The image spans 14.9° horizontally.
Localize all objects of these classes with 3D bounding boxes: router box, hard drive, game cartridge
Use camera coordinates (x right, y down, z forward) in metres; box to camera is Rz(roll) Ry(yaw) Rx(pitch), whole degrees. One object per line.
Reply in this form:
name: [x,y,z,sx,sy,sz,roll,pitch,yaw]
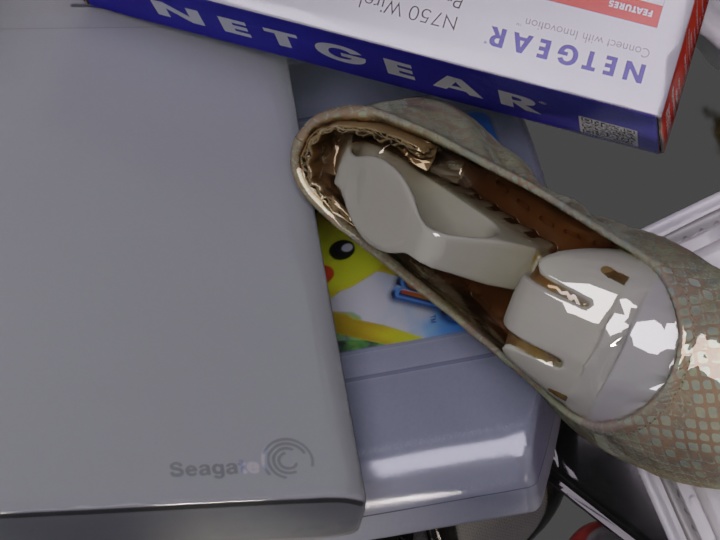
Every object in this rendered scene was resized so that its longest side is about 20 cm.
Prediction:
router box: [0.024,-0.150,0.879,0.200,0.049,0.180,16,81,10]
hard drive: [-0.078,-0.006,0.864,0.132,0.026,0.200,-2,55,-13]
game cartridge: [0.000,0.000,0.916,0.133,0.041,0.200,-8,49,2]

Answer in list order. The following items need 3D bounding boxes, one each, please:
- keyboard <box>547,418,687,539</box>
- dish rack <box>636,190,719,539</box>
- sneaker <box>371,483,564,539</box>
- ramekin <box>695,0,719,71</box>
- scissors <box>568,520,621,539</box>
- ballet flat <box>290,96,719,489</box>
keyboard: [0.166,0.069,0.864,0.200,0.021,0.127,37,95,13]
dish rack: [0.170,0.054,0.832,0.171,0.044,0.200,-26,79,12]
sneaker: [-0.017,0.108,0.899,0.200,0.079,0.074,-23,122,-15]
ramekin: [0.183,-0.140,0.933,0.200,0.098,0.201,-1,79,7]
scissors: [0.150,0.134,0.895,0.200,0.014,0.073,39,43,23]
ballet flat: [0.050,0.007,0.828,0.200,0.062,0.068,34,109,40]
